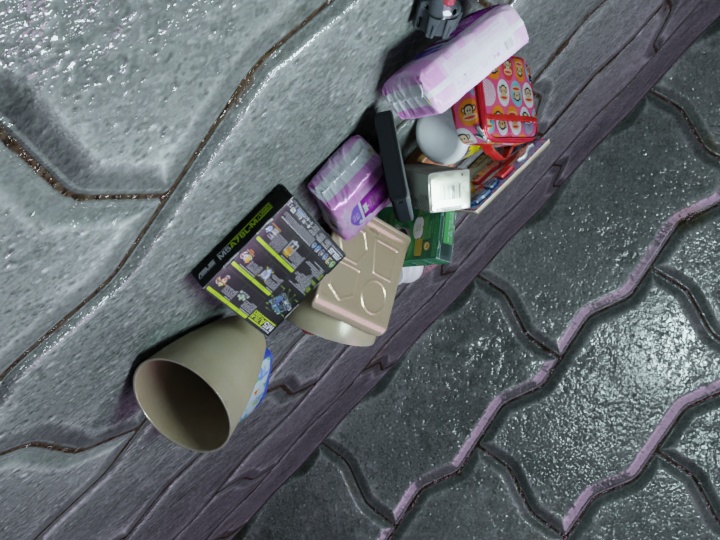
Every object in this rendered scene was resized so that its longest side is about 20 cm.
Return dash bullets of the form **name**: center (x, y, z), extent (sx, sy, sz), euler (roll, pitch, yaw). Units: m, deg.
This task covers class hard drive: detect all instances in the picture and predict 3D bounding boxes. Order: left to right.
- **hard drive**: center (0.056, -0.163, 1.330), extent (0.033, 0.141, 0.200), euler (-12, 173, 4)

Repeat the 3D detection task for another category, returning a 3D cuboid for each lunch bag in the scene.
- **lunch bag**: center (-0.265, 0.231, 1.552), extent (0.170, 0.128, 0.200), euler (-34, 171, -38)
- **lunch bag**: center (0.231, -0.280, 1.408), extent (0.081, 0.178, 0.199), euler (-5, -176, 39)

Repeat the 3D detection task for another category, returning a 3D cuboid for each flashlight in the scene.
- **flashlight**: center (0.128, -0.391, 1.061), extent (0.068, 0.068, 0.200), euler (-40, 164, -27)

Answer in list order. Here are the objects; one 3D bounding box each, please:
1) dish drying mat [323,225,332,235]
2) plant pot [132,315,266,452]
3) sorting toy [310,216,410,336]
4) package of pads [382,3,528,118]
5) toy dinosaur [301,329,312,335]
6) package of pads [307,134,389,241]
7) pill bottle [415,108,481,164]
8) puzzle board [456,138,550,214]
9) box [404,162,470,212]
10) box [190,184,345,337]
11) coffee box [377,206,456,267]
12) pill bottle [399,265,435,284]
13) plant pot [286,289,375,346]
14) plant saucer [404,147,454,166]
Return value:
- **dish drying mat**: center (-0.051, -0.061, 1.569), extent (0.077, 0.018, 0.200), euler (-52, 165, 27)
- **plant pot**: center (-0.246, 0.169, 1.375), extent (0.188, 0.187, 0.200), euler (-57, 175, 39)
- **sorting toy**: center (0.000, 0.000, 1.500), extent (0.184, 0.036, 0.202), euler (27, 76, -38)
- **package of pads**: center (0.138, -0.305, 1.198), extent (0.200, 0.076, 0.120), euler (-41, -158, -16)
- **toy dinosaur**: center (-0.023, 0.062, 1.705), extent (0.199, 0.105, 0.182), euler (-23, 141, -18)
- **package of pads**: center (-0.015, -0.133, 1.352), extent (0.120, 0.076, 0.200), euler (-44, 166, -4)
- **pill bottle**: center (0.195, -0.269, 1.504), extent (0.199, 0.109, 0.110), euler (-30, 159, -47)
- **puzzle board**: center (0.230, -0.177, 1.474), extent (0.200, 0.017, 0.150), euler (-43, -155, -16)
- **box**: center (0.117, -0.150, 1.448), extent (0.081, 0.069, 0.200), euler (-8, -168, -17)
- **box**: center (-0.137, -0.010, 1.279), extent (0.193, 0.048, 0.200), euler (-44, 144, 0)
- **coffee box**: center (0.103, -0.071, 1.602), extent (0.044, 0.124, 0.199), euler (15, 167, -36)
- **pill bottle**: center (0.125, -0.040, 1.940), extent (0.199, 0.113, 0.113), euler (-32, 161, -45)
- **plant pot**: center (-0.046, 0.045, 1.587), extent (0.200, 0.199, 0.136), euler (-5, 116, -69)
- **plant saucer**: center (0.136, -0.213, 1.644), extent (0.200, 0.037, 0.200), euler (-42, 165, -14)
